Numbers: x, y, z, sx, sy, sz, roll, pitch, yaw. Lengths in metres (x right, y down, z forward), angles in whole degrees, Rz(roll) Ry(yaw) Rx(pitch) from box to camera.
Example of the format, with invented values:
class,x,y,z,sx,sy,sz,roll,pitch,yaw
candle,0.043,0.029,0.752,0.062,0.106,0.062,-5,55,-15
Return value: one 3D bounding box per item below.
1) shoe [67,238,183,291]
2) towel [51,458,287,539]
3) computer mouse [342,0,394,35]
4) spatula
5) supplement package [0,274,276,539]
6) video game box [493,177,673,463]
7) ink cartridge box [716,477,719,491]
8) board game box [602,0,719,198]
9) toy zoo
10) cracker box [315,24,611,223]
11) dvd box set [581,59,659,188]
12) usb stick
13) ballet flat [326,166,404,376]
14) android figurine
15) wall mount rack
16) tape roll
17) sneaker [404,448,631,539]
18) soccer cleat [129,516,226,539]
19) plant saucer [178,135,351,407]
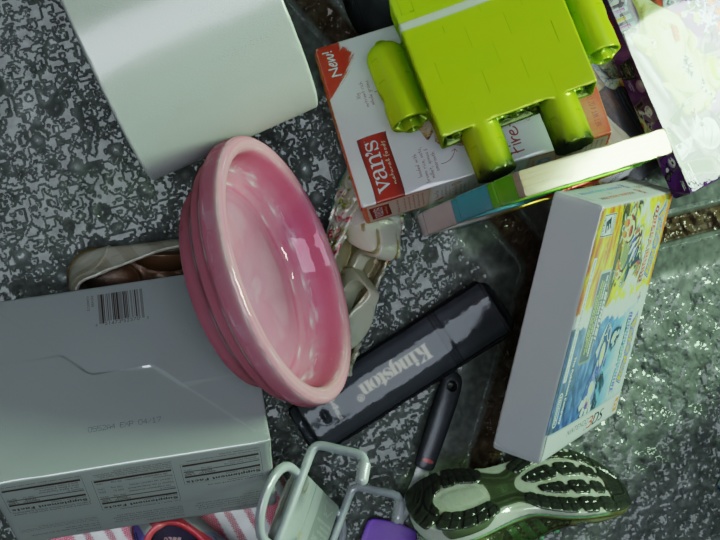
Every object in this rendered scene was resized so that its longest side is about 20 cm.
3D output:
class,x,y,z,sx,sy,sz,roll,pitch,yaw
shoe,-0.135,0.008,1.075,0.199,0.053,0.070,-4,97,-8
towel,-0.155,0.210,1.109,0.200,0.030,0.147,-29,98,-6
computer mouse,0.007,-0.267,1.065,0.138,0.053,0.201,-27,98,-4
spatula,0.047,0.180,1.129,0.056,0.021,0.201,20,92,-14
supplement package,-0.174,0.102,1.018,0.199,0.111,0.156,-8,56,-6
video game box,0.176,0.033,1.040,0.047,0.182,0.201,18,105,23
ink cartridge box,0.430,0.172,1.117,0.199,0.129,0.126,19,93,-9
board game box,0.264,-0.173,1.083,0.120,0.032,0.201,-26,93,-26
toy zoo,0.129,-0.062,1.030,0.131,0.200,0.021,-17,89,-23
cracker box,0.078,-0.131,1.037,0.199,0.058,0.134,-17,78,2
dvd box set,0.191,-0.169,1.106,0.146,0.029,0.200,-40,99,-1
usb stick,0.034,0.080,1.112,0.200,0.033,0.056,-32,99,-2
ballet flat,0.000,0.000,1.080,0.075,0.064,0.201,15,94,-36
android figurine,0.095,-0.170,0.993,0.181,0.041,0.201,-22,76,0
wall mount rack,-0.026,0.232,1.029,0.074,0.200,0.174,11,69,21
tape roll,-0.134,-0.184,0.983,0.139,0.203,0.203,-24,98,-4
sneaker,0.129,0.207,1.130,0.199,0.077,0.089,-4,132,-14
soccer cleat,-0.102,0.257,1.068,0.200,0.073,0.068,41,87,-9
plant saucer,-0.071,0.004,0.965,0.051,0.201,0.201,-18,98,19
